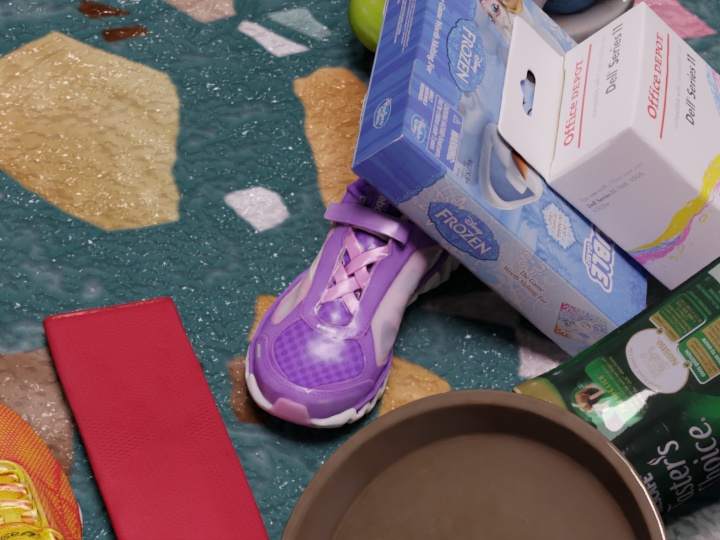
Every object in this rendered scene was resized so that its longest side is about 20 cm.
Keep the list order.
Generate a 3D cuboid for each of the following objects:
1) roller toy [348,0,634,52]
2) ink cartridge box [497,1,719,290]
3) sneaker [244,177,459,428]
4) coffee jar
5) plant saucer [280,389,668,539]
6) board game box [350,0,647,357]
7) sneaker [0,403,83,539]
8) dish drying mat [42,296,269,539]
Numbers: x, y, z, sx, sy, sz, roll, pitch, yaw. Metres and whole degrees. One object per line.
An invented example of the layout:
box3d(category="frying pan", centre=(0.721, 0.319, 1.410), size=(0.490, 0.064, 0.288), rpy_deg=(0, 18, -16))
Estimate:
box3d(category="roller toy", centre=(0.093, -0.214, 1.319), size=(0.182, 0.140, 0.200), rpy_deg=(10, 45, -2))
box3d(category="ink cartridge box", centre=(0.173, -0.069, 1.175), size=(0.200, 0.067, 0.117), rpy_deg=(38, 40, -25))
box3d(category="sneaker", centre=(0.000, 0.000, 1.132), size=(0.080, 0.089, 0.200), rpy_deg=(24, 48, 11))
box3d(category="coffee jar", centre=(0.154, 0.069, 1.040), size=(0.200, 0.104, 0.085), rpy_deg=(-33, 58, -2))
box3d(category="plant saucer", centre=(0.052, 0.156, 0.965), size=(0.200, 0.029, 0.200), rpy_deg=(-7, 71, 20))
box3d(category="board game box", centre=(0.090, -0.073, 1.176), size=(0.199, 0.043, 0.200), rpy_deg=(40, 39, -26))
box3d(category="sneaker", centre=(-0.161, 0.131, 0.983), size=(0.073, 0.077, 0.200), rpy_deg=(-12, 48, -19))
box3d(category="dish drying mat", centre=(-0.105, 0.094, 1.071), size=(0.077, 0.018, 0.200), rpy_deg=(-10, 48, -20))
